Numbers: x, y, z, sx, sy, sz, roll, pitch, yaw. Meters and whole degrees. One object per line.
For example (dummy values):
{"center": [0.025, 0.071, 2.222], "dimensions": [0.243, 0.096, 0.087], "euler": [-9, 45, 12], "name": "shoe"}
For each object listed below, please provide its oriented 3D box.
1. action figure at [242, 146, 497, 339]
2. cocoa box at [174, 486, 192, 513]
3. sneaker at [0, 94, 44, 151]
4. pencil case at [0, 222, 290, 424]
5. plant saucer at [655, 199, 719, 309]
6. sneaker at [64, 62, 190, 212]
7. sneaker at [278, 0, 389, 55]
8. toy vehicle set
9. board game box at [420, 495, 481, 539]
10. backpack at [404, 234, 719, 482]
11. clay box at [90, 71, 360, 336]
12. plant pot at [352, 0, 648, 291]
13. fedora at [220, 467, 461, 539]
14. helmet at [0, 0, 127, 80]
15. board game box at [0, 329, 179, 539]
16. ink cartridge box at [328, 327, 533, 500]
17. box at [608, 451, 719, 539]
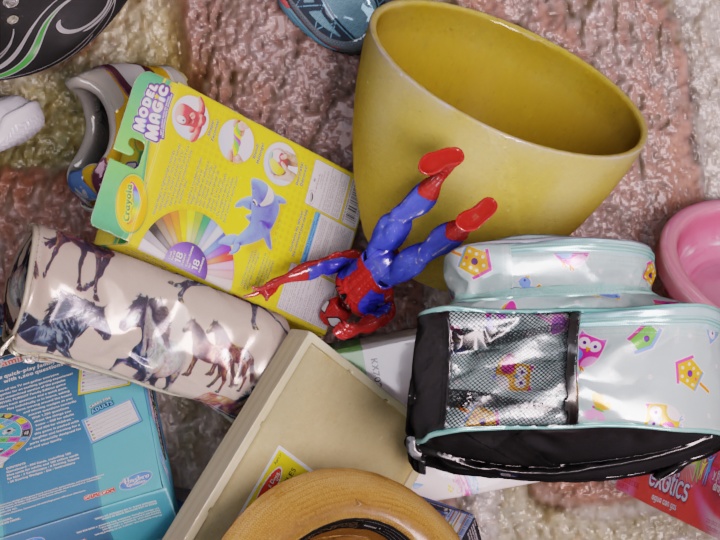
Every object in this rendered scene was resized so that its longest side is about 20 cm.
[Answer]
{"center": [0.000, 0.000, 1.487], "dimensions": [0.099, 0.200, 0.065], "euler": [-26, 78, -30], "name": "action figure"}
{"center": [-0.099, 0.257, 1.562], "dimensions": [0.131, 0.133, 0.201], "euler": [14, 91, -31], "name": "cocoa box"}
{"center": [-0.321, -0.120, 1.594], "dimensions": [0.198, 0.075, 0.116], "euler": [-12, 95, 2], "name": "sneaker"}
{"center": [-0.137, 0.042, 1.510], "dimensions": [0.199, 0.078, 0.090], "euler": [20, 85, -19], "name": "pencil case"}
{"center": [0.290, 0.025, 1.567], "dimensions": [0.199, 0.201, 0.051], "euler": [15, 122, -2], "name": "plant saucer"}
{"center": [-0.157, -0.040, 1.587], "dimensions": [0.090, 0.075, 0.202], "euler": [-5, 83, -36], "name": "sneaker"}
{"center": [-0.036, -0.242, 1.587], "dimensions": [0.079, 0.096, 0.201], "euler": [-20, 92, 0], "name": "sneaker"}
{"center": [-0.044, 0.154, 1.489], "dimensions": [0.124, 0.026, 0.201], "euler": [40, 72, -25], "name": "toy vehicle set"}
{"center": [0.020, 0.289, 1.540], "dimensions": [0.061, 0.201, 0.200], "euler": [15, 48, 34], "name": "board game box"}
{"center": [0.133, 0.059, 1.455], "dimensions": [0.198, 0.176, 0.155], "euler": [7, 78, 4], "name": "backpack"}
{"center": [-0.094, -0.043, 1.555], "dimensions": [0.199, 0.047, 0.116], "euler": [26, 73, -34], "name": "clay box"}
{"center": [0.073, -0.070, 1.562], "dimensions": [0.199, 0.200, 0.143], "euler": [23, 115, -2], "name": "plant pot"}
{"center": [-0.020, 0.222, 1.429], "dimensions": [0.199, 0.082, 0.202], "euler": [9, 68, -23], "name": "fedora"}
{"center": [-0.249, -0.216, 1.535], "dimensions": [0.190, 0.200, 0.201], "euler": [-24, 93, 36], "name": "helmet"}
{"center": [-0.208, 0.110, 1.552], "dimensions": [0.150, 0.201, 0.047], "euler": [-16, 132, 0], "name": "board game box"}
{"center": [0.070, 0.094, 1.613], "dimensions": [0.198, 0.067, 0.118], "euler": [-11, 92, -1], "name": "ink cartridge box"}
{"center": [0.255, 0.126, 1.545], "dimensions": [0.102, 0.200, 0.095], "euler": [15, 91, -16], "name": "box"}
